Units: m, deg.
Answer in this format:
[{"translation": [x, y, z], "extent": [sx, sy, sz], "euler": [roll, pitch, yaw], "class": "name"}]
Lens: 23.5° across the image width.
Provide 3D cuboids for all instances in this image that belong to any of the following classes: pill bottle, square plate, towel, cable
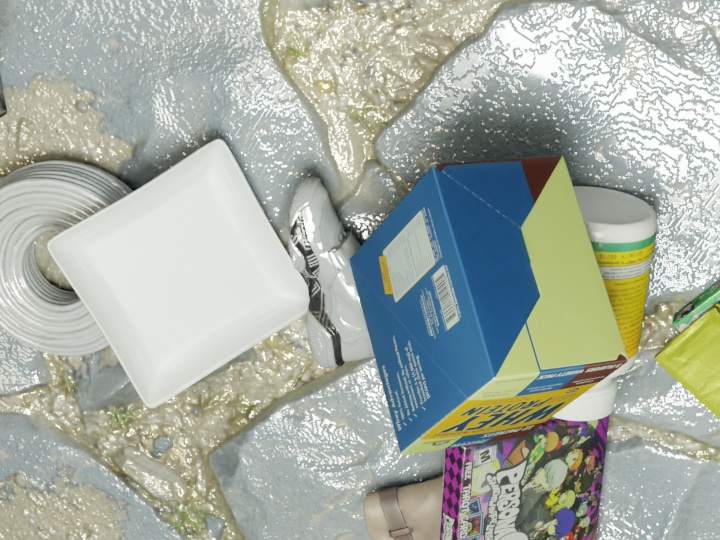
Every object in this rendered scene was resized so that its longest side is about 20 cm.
[{"translation": [0.208, 0.033, 1.609], "extent": [0.113, 0.113, 0.200], "euler": [9, 113, 10], "class": "pill bottle"}, {"translation": [-0.173, 0.003, 1.689], "extent": [0.198, 0.028, 0.200], "euler": [-32, 109, -7], "class": "square plate"}, {"translation": [0.376, 0.124, 1.625], "extent": [0.200, 0.018, 0.086], "euler": [43, 114, -4], "class": "towel"}, {"translation": [-0.297, -0.013, 1.736], "extent": [0.200, 0.069, 0.200], "euler": [-18, 105, 19], "class": "cable"}]

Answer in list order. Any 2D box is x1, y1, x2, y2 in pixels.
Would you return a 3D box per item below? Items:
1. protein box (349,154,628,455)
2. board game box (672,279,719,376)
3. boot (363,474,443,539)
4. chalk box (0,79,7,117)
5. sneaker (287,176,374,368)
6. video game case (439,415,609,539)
[{"translation": [0.106, 0.033, 1.533], "extent": [0.200, 0.135, 0.199], "euler": [132, 127, -58], "class": "protein box"}, {"translation": [0.410, 0.079, 1.624], "extent": [0.135, 0.029, 0.200], "euler": [-40, 97, 23], "class": "board game box"}, {"translation": [0.077, 0.235, 1.741], "extent": [0.146, 0.070, 0.200], "euler": [1, 111, 14], "class": "boot"}, {"translation": [-0.433, -0.228, 1.658], "extent": [0.124, 0.124, 0.200], "euler": [-2, 109, 14], "class": "chalk box"}, {"translation": [0.000, 0.000, 1.670], "extent": [0.115, 0.075, 0.200], "euler": [-3, 115, 14], "class": "sneaker"}, {"translation": [0.156, 0.234, 1.678], "extent": [0.036, 0.181, 0.200], "euler": [30, 124, 50], "class": "video game case"}]
